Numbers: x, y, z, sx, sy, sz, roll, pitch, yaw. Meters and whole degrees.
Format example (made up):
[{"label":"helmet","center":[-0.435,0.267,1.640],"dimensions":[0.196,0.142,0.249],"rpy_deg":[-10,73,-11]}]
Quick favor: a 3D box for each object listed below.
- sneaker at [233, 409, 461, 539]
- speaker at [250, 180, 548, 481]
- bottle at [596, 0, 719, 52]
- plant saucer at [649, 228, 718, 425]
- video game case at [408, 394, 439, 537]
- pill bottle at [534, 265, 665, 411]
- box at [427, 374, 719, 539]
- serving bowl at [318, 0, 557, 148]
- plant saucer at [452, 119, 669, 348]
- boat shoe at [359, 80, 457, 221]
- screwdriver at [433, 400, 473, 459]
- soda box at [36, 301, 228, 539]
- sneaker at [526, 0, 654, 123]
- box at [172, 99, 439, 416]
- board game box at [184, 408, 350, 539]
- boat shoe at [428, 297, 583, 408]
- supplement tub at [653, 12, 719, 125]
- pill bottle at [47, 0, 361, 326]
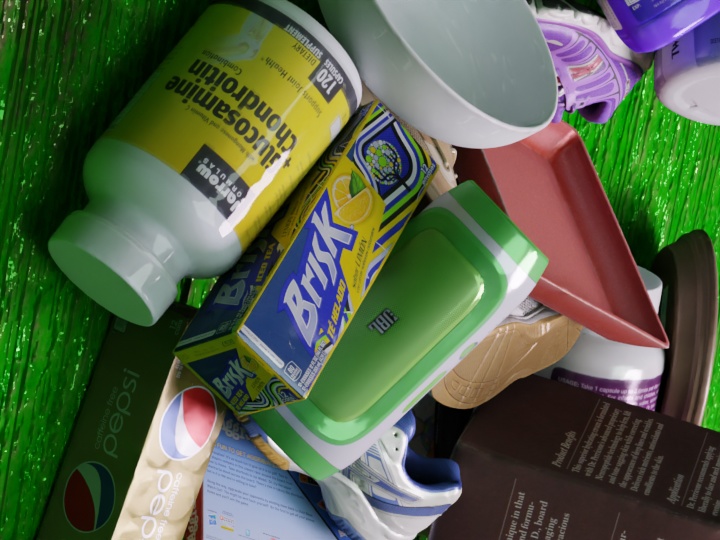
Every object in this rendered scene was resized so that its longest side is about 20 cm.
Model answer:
[{"label":"sneaker","center":[-0.013,0.100,1.720],"dimensions":[0.088,0.075,0.200],"rpy_deg":[-34,122,18]},{"label":"speaker","center":[0.021,0.037,1.628],"dimensions":[0.200,0.088,0.088],"rpy_deg":[-44,140,3]},{"label":"bottle","center":[0.173,-0.250,1.784],"dimensions":[0.084,0.065,0.200],"rpy_deg":[-34,100,-11]},{"label":"plant saucer","center":[0.238,0.065,2.010],"dimensions":[0.200,0.029,0.200],"rpy_deg":[-171,-90,-85]},{"label":"video game case","center":[0.037,0.086,1.875],"dimensions":[0.182,0.024,0.200],"rpy_deg":[22,90,-51]},{"label":"pill bottle","center":[0.168,0.095,1.958],"dimensions":[0.112,0.112,0.200],"rpy_deg":[-10,117,-47]},{"label":"box","center":[0.158,0.192,1.838],"dimensions":[0.166,0.200,0.164],"rpy_deg":[-49,154,-66]},{"label":"serving bowl","center":[0.037,-0.156,1.667],"dimensions":[0.066,0.200,0.200],"rpy_deg":[-35,152,28]},{"label":"plant saucer","center":[0.124,-0.044,1.821],"dimensions":[0.037,0.200,0.200],"rpy_deg":[-33,147,22]},{"label":"boat shoe","center":[0.035,-0.069,1.701],"dimensions":[0.065,0.071,0.200],"rpy_deg":[-38,100,-36]},{"label":"screwdriver","center":[0.069,0.050,1.860],"dimensions":[0.029,0.028,0.200],"rpy_deg":[-51,146,-66]},{"label":"soda box","center":[-0.141,0.119,1.649],"dimensions":[0.068,0.064,0.200],"rpy_deg":[16,95,-52]},{"label":"sneaker","center":[0.141,-0.150,1.847],"dimensions":[0.200,0.081,0.083],"rpy_deg":[22,95,-52]},{"label":"box","center":[-0.032,-0.008,1.593],"dimensions":[0.064,0.070,0.200],"rpy_deg":[45,54,-22]},{"label":"board game box","center":[-0.041,0.161,1.755],"dimensions":[0.200,0.019,0.103],"rpy_deg":[24,55,-41]},{"label":"boat shoe","center":[0.084,0.043,1.813],"dimensions":[0.200,0.069,0.071],"rpy_deg":[-14,136,-58]},{"label":"supplement tub","center":[0.274,-0.216,1.893],"dimensions":[0.123,0.123,0.200],"rpy_deg":[27,59,-52]},{"label":"pill bottle","center":[-0.097,-0.067,1.576],"dimensions":[0.200,0.112,0.112],"rpy_deg":[-53,139,-19]}]
